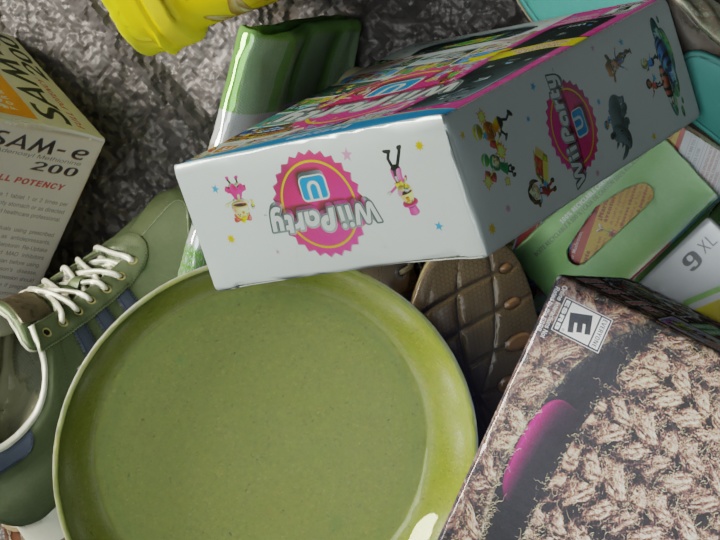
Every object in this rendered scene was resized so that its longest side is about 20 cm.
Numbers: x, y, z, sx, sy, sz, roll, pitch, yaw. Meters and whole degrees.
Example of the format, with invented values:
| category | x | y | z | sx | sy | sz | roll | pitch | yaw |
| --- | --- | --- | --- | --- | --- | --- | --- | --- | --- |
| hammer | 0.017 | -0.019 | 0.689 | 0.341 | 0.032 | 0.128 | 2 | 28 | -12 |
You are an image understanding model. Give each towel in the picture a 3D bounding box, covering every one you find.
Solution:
| category | x | y | z | sx | sy | sz | roll | pitch | yaw |
| --- | --- | --- | --- | --- | --- | --- | --- | --- | --- |
| towel | -0.047 | -0.026 | 1.018 | 0.031 | 0.149 | 0.200 | 18 | 105 | 13 |

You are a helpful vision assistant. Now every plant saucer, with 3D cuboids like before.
| category | x | y | z | sx | sy | sz | roll | pitch | yaw |
| --- | --- | --- | --- | --- | --- | --- | --- | --- | --- |
| plant saucer | -0.045 | 0.087 | 0.966 | 0.200 | 0.031 | 0.200 | -2 | 103 | -10 |

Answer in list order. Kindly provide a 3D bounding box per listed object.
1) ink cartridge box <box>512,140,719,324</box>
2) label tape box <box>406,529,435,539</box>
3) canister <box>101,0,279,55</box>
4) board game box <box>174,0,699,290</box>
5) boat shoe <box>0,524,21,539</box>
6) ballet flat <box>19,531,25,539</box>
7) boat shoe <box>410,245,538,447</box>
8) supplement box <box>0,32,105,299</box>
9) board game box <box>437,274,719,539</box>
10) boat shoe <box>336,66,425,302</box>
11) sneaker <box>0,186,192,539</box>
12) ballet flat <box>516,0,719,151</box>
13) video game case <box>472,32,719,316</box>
| category | x | y | z | sx | sy | sz | roll | pitch | yaw |
| --- | --- | --- | --- | --- | --- | --- | --- | --- | --- |
| ink cartridge box | 0.169 | 0.036 | 0.990 | 0.200 | 0.059 | 0.104 | 46 | 111 | 4 |
| label tape box | 0.035 | 0.235 | 1.029 | 0.144 | 0.063 | 0.200 | -22 | 121 | 0 |
| canister | -0.021 | -0.192 | 0.979 | 0.200 | 0.149 | 0.087 | -17 | 122 | 18 |
| board game box | 0.039 | -0.059 | 0.917 | 0.148 | 0.200 | 0.064 | -7 | 107 | 37 |
| boat shoe | -0.176 | 0.114 | 1.129 | 0.076 | 0.072 | 0.200 | 0 | 101 | 18 |
| ballet flat | -0.122 | 0.063 | 1.073 | 0.067 | 0.046 | 0.200 | 24 | 77 | 19 |
| boat shoe | 0.054 | 0.074 | 1.042 | 0.072 | 0.068 | 0.200 | -6 | 107 | -5 |
| supplement box | -0.226 | -0.019 | 1.089 | 0.126 | 0.074 | 0.200 | 46 | 116 | 43 |
| board game box | 0.154 | 0.114 | 0.900 | 0.200 | 0.097 | 0.160 | 27 | 100 | 23 |
| boat shoe | 0.000 | 0.000 | 1.039 | 0.068 | 0.075 | 0.200 | 15 | 100 | 19 |
| sneaker | -0.142 | 0.031 | 1.014 | 0.067 | 0.090 | 0.200 | 5 | 64 | 48 |
| ballet flat | 0.154 | -0.106 | 0.986 | 0.200 | 0.062 | 0.067 | 41 | 122 | 13 |
| video game case | 0.125 | -0.020 | 1.034 | 0.200 | 0.017 | 0.143 | 22 | 107 | 12 |
